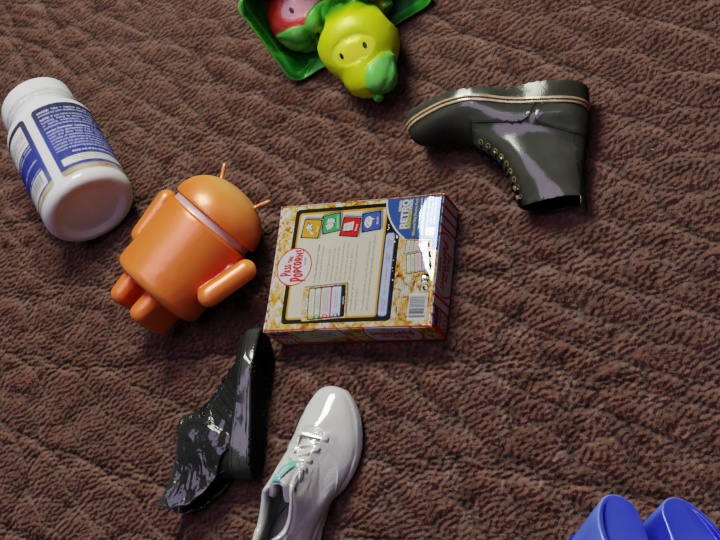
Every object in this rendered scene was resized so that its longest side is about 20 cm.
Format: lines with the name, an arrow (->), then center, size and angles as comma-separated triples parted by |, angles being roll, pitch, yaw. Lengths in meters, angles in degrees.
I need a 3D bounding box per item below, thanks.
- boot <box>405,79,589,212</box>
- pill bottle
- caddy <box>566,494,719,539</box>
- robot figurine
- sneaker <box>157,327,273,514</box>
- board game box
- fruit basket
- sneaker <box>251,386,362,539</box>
boot -> 0.143, -0.120, 1.350 | 0.199, 0.077, 0.139 | -8, 70, 24
pill bottle -> -0.369, -0.142, 1.585 | 0.116, 0.116, 0.200 | -38, 57, 7
caddy -> 0.245, 0.283, 1.070 | 0.200, 0.141, 0.105 | -109, 33, -48
robot figurine -> -0.190, -0.023, 1.446 | 0.200, 0.117, 0.144 | -51, 22, -1
sneaker -> -0.156, 0.160, 1.380 | 0.104, 0.060, 0.201 | -4, 70, 20
board game box -> 0.000, 0.000, 1.381 | 0.199, 0.046, 0.152 | -2, 68, 25
fruit basket -> -0.021, -0.296, 1.474 | 0.215, 0.156, 0.216 | -21, 43, 21
sneaker -> -0.059, 0.207, 1.295 | 0.075, 0.088, 0.201 | 9, 72, 30
